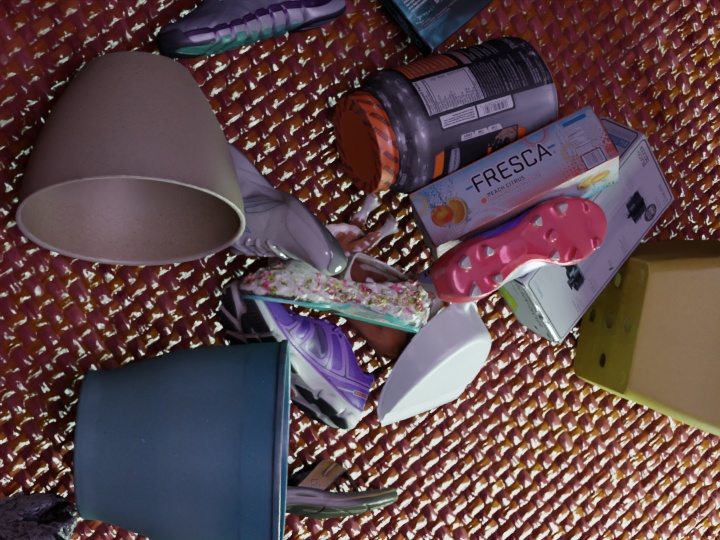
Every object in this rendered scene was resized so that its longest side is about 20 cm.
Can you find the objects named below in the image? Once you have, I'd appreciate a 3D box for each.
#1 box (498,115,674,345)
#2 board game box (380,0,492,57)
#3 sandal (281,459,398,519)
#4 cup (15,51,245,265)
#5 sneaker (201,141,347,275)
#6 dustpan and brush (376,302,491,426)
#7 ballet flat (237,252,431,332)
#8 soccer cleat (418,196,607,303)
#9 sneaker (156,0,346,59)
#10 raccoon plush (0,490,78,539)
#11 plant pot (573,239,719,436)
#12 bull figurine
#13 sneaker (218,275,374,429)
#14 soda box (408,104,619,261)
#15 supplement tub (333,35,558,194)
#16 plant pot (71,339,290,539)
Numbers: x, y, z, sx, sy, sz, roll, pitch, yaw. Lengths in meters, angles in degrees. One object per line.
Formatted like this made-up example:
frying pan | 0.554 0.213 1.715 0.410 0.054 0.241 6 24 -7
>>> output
box | 0.220 -0.040 1.830 0.200 0.060 0.117 -51 139 -12
board game box | 0.096 -0.322 1.784 0.200 0.028 0.136 -40 95 -16
sandal | -0.053 0.212 1.795 0.198 0.082 0.055 5 74 -21
cup | -0.200 -0.107 1.610 0.199 0.200 0.145 11 66 -28
sneaker | -0.088 -0.040 1.671 0.080 0.200 0.070 -48 141 -6
dustpan and brush | 0.092 0.057 1.796 0.139 0.057 0.200 -15 149 -48
ballet flat | -0.022 0.012 1.709 0.199 0.075 0.065 12 86 -30
soccer cleat | 0.145 -0.021 1.722 0.199 0.076 0.067 -24 102 -31
sneaker | -0.110 -0.254 1.695 0.199 0.074 0.088 -19 92 -33
raccoon plush | -0.325 0.282 1.670 0.198 0.097 0.135 -2 115 2
plant pot | 0.335 0.064 1.906 0.175 0.200 0.202 9 94 -18
bull figurine | 0.000 0.000 1.778 0.121 0.065 0.200 -42 120 5
sneaker | -0.061 0.069 1.771 0.200 0.080 0.084 49 59 -32
soda box | 0.148 -0.079 1.751 0.199 0.068 0.064 -26 69 -3
supplement tub | 0.082 -0.147 1.771 0.199 0.122 0.124 -18 106 -23
plant pot | -0.160 0.161 1.651 0.186 0.200 0.202 2 98 0
